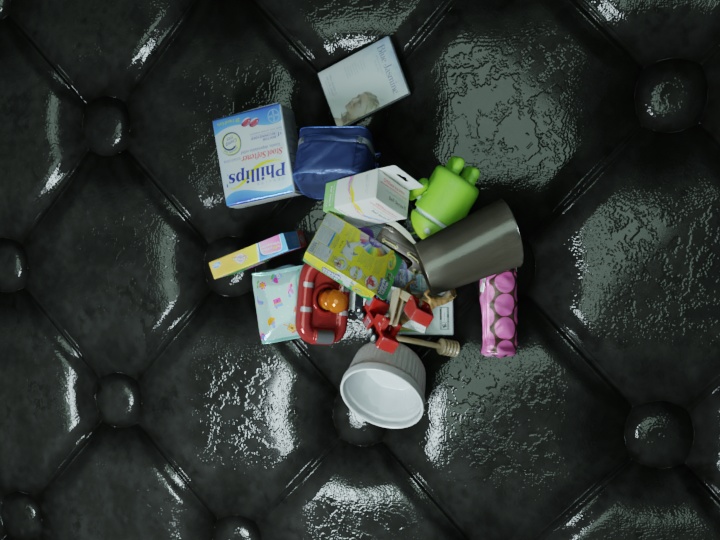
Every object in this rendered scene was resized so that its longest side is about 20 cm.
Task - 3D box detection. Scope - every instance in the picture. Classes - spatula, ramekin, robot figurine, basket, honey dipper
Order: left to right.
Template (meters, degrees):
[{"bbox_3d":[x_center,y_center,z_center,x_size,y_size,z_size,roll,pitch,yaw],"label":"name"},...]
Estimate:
[{"bbox_3d":[0.000,0.000,1.226,0.054,0.021,0.209,-1,78,12],"label":"spatula"},{"bbox_3d":[0.059,0.252,1.233,0.192,0.107,0.205,11,132,12],"label":"ramekin"},{"bbox_3d":[0.139,0.164,1.225,0.194,0.038,0.039,14,98,-26],"label":"honey dipper"},{"bbox_3d":[0.186,-0.148,1.204,0.172,0.116,0.204,28,100,-15],"label":"robot figurine"},{"bbox_3d":[0.218,-0.038,1.122,0.194,0.181,0.140,-22,68,3],"label":"basket"}]

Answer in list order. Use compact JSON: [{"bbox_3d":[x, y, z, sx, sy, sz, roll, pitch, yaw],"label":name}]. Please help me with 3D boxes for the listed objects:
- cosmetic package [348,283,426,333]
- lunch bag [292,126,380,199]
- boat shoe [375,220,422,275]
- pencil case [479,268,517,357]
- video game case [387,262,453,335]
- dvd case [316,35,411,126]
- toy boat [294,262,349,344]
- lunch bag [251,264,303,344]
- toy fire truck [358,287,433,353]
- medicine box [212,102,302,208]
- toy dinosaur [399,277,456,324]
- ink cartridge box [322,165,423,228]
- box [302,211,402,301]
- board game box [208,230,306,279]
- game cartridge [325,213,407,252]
[{"bbox_3d":[0.069,0.073,1.258,0.193,0.051,0.086,18,99,10],"label":"cosmetic package"},{"bbox_3d":[-0.049,-0.251,1.225,0.192,0.136,0.138,2,73,10],"label":"lunch bag"},{"bbox_3d":[0.119,-0.027,1.211,0.199,0.072,0.060,41,81,-10],"label":"boat shoe"},{"bbox_3d":[0.304,0.093,1.212,0.089,0.092,0.209,-2,93,44],"label":"pencil case"},{"bbox_3d":[0.131,0.048,1.280,0.175,0.022,0.209,-1,95,12],"label":"video game case"},{"bbox_3d":[0.008,-0.436,1.268,0.194,0.018,0.147,-22,89,12],"label":"dvd case"},{"bbox_3d":[-0.068,0.062,1.193,0.126,0.129,0.209,6,86,-30],"label":"toy boat"},{"bbox_3d":[-0.148,0.072,1.292,0.192,0.122,0.178,-7,92,5],"label":"lunch bag"},{"bbox_3d":[0.069,0.090,1.139,0.048,0.201,0.144,23,107,-26],"label":"toy fire truck"},{"bbox_3d":[-0.237,-0.268,1.291,0.175,0.103,0.208,-9,92,12],"label":"medicine box"},{"bbox_3d":[0.118,0.083,1.192,0.197,0.060,0.108,-33,91,14],"label":"toy dinosaur"},{"bbox_3d":[0.027,-0.153,1.156,0.195,0.115,0.070,-8,68,42],"label":"ink cartridge box"},{"bbox_3d":[-0.013,-0.025,1.160,0.196,0.049,0.120,30,62,-1],"label":"box"},{"bbox_3d":[-0.239,-0.040,1.284,0.194,0.153,0.042,-20,92,13],"label":"board game box"},{"bbox_3d":[-0.001,-0.076,1.274,0.195,0.040,0.137,26,86,13],"label":"game cartridge"}]
